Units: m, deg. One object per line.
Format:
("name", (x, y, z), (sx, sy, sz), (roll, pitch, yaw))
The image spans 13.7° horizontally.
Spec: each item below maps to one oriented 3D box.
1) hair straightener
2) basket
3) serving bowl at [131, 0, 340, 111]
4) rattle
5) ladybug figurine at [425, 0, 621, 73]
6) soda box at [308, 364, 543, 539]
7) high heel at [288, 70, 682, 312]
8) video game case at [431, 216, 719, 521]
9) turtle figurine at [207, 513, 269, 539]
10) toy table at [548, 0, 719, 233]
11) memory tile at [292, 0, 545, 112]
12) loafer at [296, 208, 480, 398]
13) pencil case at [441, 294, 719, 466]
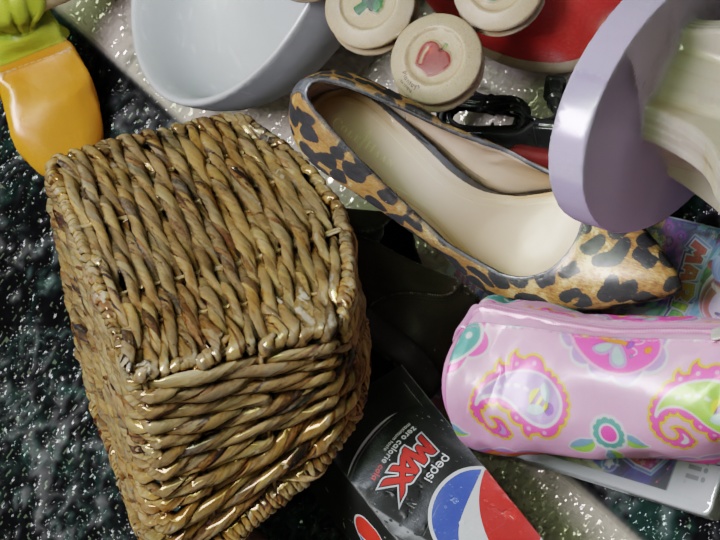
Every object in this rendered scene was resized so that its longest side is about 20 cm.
("hair straightener", (0.085, -0.069, 1.604), (0.199, 0.041, 0.077), (5, 40, 35))
("basket", (-0.069, 0.034, 1.532), (0.142, 0.149, 0.200), (-14, 39, -11))
("serving bowl", (-0.047, -0.179, 1.698), (0.200, 0.066, 0.201), (-28, 53, 45))
("rattle", (-0.223, -0.146, 1.845), (0.130, 0.143, 0.200), (-45, 30, -26))
("ladybug figurine", (0.083, -0.189, 1.623), (0.136, 0.072, 0.200), (-50, 54, 10))
("soda box", (0.052, 0.148, 1.503), (0.063, 0.071, 0.200), (-31, 64, -19))
("high heel", (0.058, -0.039, 1.495), (0.199, 0.143, 0.072), (22, 80, 30))
("video game case", (0.122, 0.036, 1.555), (0.199, 0.018, 0.144), (15, 83, 36))
("turtle figurine", (-0.032, 0.178, 1.584), (0.161, 0.064, 0.200), (34, 82, 22))
("toy table", (0.190, -0.075, 1.450), (0.117, 0.184, 0.200), (19, 41, 29))
("memory tile", (0.020, -0.192, 1.583), (0.200, 0.017, 0.153), (40, 89, 23))
("loafer", (0.000, 0.000, 1.619), (0.071, 0.073, 0.200), (-42, 46, -9))
("pencil case", (0.142, 0.055, 1.465), (0.199, 0.087, 0.088), (2, 76, 29))
